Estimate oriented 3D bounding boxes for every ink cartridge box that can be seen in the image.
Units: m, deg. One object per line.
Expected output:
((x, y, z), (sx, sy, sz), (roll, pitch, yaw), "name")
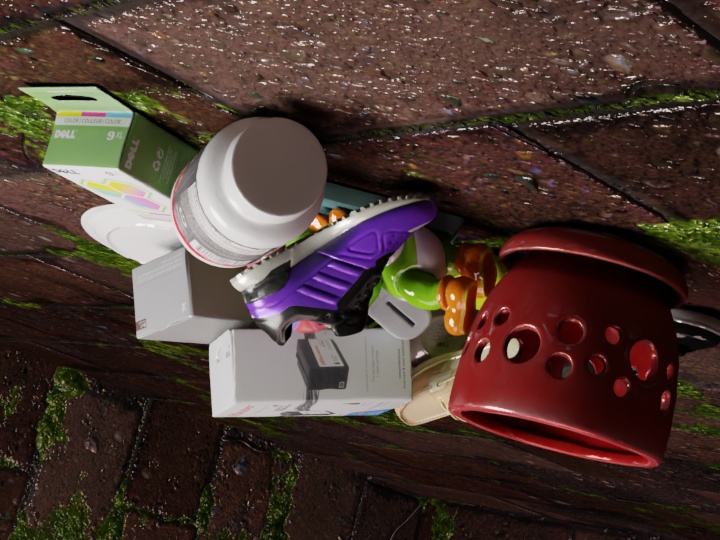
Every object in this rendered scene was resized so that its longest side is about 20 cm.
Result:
((-0.223, -0.105, 1.405), (0.103, 0.060, 0.200), (6, 165, 36), "ink cartridge box")
((-0.057, 0.113, 1.652), (0.199, 0.084, 0.145), (1, 169, -15), "ink cartridge box")

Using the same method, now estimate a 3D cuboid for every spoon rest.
((0.133, 0.071, 1.701), (0.198, 0.100, 0.061), (5, -167, -7), "spoon rest")

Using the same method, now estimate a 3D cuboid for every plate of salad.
((-0.213, -0.043, 1.685), (0.199, 0.048, 0.200), (8, 160, 3), "plate of salad")

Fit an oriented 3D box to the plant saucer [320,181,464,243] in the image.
((-0.001, -0.060, 1.433), (0.199, 0.019, 0.070), (14, 168, 1), "plant saucer")

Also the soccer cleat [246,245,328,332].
((-0.089, -0.001, 1.507), (0.076, 0.067, 0.200), (-7, 143, 20), "soccer cleat")

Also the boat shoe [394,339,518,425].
((0.116, 0.130, 1.658), (0.199, 0.070, 0.074), (-32, 134, 31), "boat shoe")

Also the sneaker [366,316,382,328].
((0.055, 0.048, 1.750), (0.200, 0.076, 0.076), (32, -179, -44), "sneaker")

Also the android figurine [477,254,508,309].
((0.151, 0.019, 1.544), (0.199, 0.041, 0.182), (11, 167, 28), "android figurine")

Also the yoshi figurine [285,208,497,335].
((0.024, 0.011, 1.436), (0.199, 0.113, 0.112), (14, 175, 21), "yoshi figurine")

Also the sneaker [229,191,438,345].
((-0.009, 0.004, 1.353), (0.199, 0.100, 0.070), (-27, -179, 8), "sneaker")

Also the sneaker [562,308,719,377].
((0.284, 0.097, 1.550), (0.073, 0.113, 0.199), (24, 165, -38), "sneaker")

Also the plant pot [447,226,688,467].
((0.195, 0.068, 1.367), (0.199, 0.184, 0.201), (14, 167, 3), "plant pot")

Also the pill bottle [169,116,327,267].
((-0.094, -0.069, 1.288), (0.110, 0.111, 0.200), (19, 167, -15), "pill bottle")

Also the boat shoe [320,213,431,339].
((0.000, 0.000, 1.559), (0.200, 0.072, 0.071), (50, -179, -42), "boat shoe")

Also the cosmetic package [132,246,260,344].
((-0.146, 0.033, 1.675), (0.106, 0.091, 0.199), (-19, 158, 41), "cosmetic package")

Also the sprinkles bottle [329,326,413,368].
((0.023, 0.095, 1.817), (0.199, 0.068, 0.068), (35, 168, 4), "sprinkles bottle")
